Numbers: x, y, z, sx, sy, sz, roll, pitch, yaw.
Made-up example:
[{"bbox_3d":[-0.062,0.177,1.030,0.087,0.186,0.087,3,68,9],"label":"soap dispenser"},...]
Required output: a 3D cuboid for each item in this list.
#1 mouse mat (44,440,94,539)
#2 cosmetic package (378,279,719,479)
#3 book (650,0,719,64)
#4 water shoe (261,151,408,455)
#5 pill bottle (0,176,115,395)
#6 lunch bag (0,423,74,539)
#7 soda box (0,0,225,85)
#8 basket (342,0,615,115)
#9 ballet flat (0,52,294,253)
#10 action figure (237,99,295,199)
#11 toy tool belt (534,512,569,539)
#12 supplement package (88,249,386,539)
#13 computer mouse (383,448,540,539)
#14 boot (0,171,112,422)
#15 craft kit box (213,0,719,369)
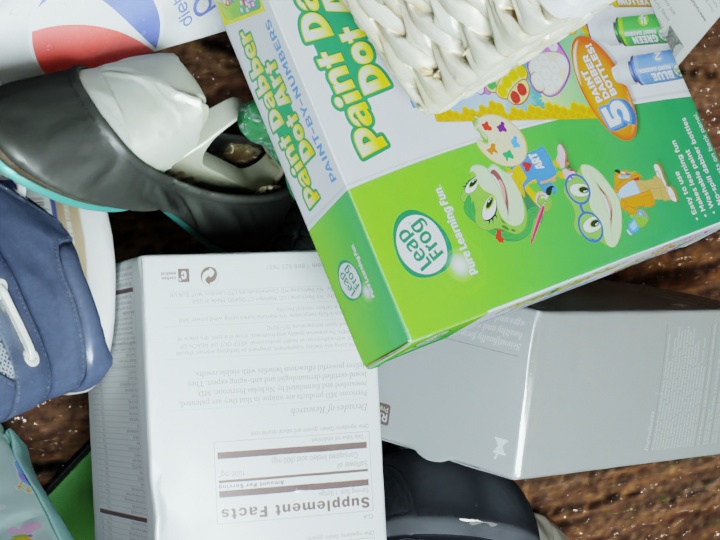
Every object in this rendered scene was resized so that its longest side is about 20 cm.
[{"bbox_3d":[-0.075,0.138,0.998,0.161,0.008,0.200,-46,124,2],"label":"mouse mat"},{"bbox_3d":[0.101,0.050,0.930,0.199,0.106,0.091,5,95,-51],"label":"cosmetic package"},{"bbox_3d":[0.086,-0.115,0.904,0.200,0.048,0.134,-46,125,-9],"label":"book"},{"bbox_3d":[0.000,0.000,0.937,0.079,0.071,0.202,-39,127,-40],"label":"water shoe"},{"bbox_3d":[-0.215,0.006,0.800,0.198,0.111,0.112,-3,117,-24],"label":"pill bottle"},{"bbox_3d":[-0.211,0.177,0.853,0.200,0.170,0.122,-48,132,4],"label":"lunch bag"},{"bbox_3d":[-0.128,-0.126,0.799,0.198,0.068,0.064,-19,122,-16],"label":"soda box"},{"bbox_3d":[0.041,-0.181,0.717,0.135,0.123,0.201,-33,87,-35],"label":"basket"},{"bbox_3d":[-0.087,-0.058,0.800,0.068,0.068,0.200,-42,156,14],"label":"ballet flat"},{"bbox_3d":[0.031,-0.059,0.833,0.198,0.055,0.119,2,91,-33],"label":"action figure"},{"bbox_3d":[0.078,0.245,1.054,0.124,0.123,0.202,10,111,-29],"label":"toy tool belt"},{"bbox_3d":[-0.058,0.095,0.832,0.108,0.114,0.202,-2,88,-22],"label":"supplement package"},{"bbox_3d":[0.013,0.124,0.944,0.138,0.199,0.053,19,66,-32],"label":"computer mouse"},{"bbox_3d":[-0.178,-0.028,0.734,0.090,0.201,0.073,-17,167,-43],"label":"boot"},{"bbox_3d":[0.048,-0.083,0.787,0.196,0.048,0.202,-20,83,-31],"label":"craft kit box"}]
